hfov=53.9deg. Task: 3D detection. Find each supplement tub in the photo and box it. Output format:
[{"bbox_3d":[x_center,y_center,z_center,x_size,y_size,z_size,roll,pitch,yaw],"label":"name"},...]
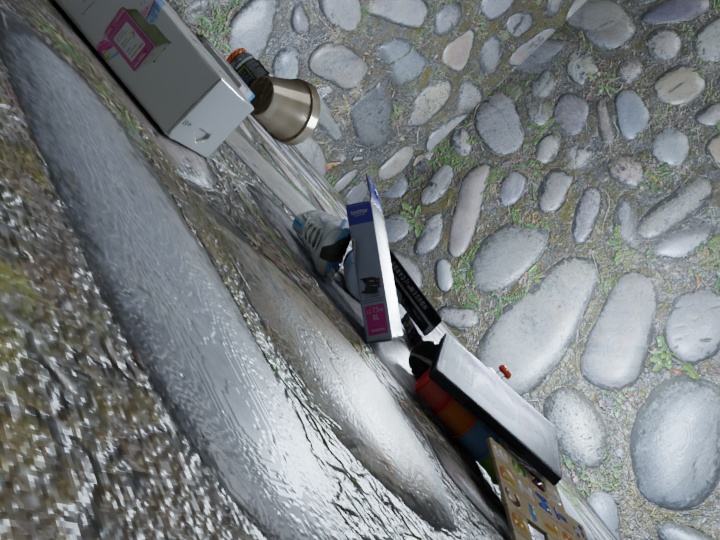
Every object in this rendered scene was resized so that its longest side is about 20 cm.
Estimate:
[{"bbox_3d":[-0.370,-0.654,2.429,0.201,0.122,0.123,50,5,3],"label":"supplement tub"}]

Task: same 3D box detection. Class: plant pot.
[{"bbox_3d":[-0.247,-0.499,2.137,0.172,0.201,0.201,12,33,-52],"label":"plant pot"}]

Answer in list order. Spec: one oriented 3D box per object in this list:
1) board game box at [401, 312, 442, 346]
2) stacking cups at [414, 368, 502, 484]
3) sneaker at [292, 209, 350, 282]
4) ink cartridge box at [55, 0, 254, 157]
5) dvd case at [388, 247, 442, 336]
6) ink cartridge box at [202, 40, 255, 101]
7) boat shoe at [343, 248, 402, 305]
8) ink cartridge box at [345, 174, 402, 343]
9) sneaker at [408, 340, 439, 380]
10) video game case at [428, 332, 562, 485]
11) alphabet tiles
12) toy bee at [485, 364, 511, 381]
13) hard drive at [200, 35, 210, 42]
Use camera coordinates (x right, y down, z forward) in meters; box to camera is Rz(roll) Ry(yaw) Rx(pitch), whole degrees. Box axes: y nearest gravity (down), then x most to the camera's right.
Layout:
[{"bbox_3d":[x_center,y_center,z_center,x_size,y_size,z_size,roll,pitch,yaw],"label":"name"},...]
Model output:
[{"bbox_3d":[0.142,0.153,1.321,0.119,0.033,0.200,33,10,-16],"label":"board game box"},{"bbox_3d":[0.150,0.206,0.904,0.201,0.060,0.061,49,5,-2],"label":"stacking cups"},{"bbox_3d":[-0.057,-0.043,0.970,0.085,0.076,0.200,26,9,-5],"label":"sneaker"},{"bbox_3d":[-0.217,-0.234,0.761,0.201,0.084,0.145,51,4,2],"label":"ink cartridge box"},{"bbox_3d":[0.079,0.040,1.209,0.151,0.025,0.200,53,-5,8],"label":"dvd case"},{"bbox_3d":[-0.287,-0.389,1.438,0.116,0.066,0.200,49,4,-5],"label":"ink cartridge box"},{"bbox_3d":[0.000,0.000,1.110,0.091,0.070,0.201,50,-3,29],"label":"boat shoe"},{"bbox_3d":[0.017,-0.011,0.916,0.119,0.041,0.206,24,59,-80],"label":"ink cartridge box"},{"bbox_3d":[0.150,0.184,1.002,0.201,0.073,0.080,52,4,24],"label":"sneaker"},{"bbox_3d":[0.174,0.171,0.908,0.199,0.019,0.143,40,17,2],"label":"video game case"},{"bbox_3d":[0.211,0.279,0.803,0.166,0.008,0.202,39,22,-21],"label":"alphabet tiles"},{"bbox_3d":[0.190,0.183,1.179,0.131,0.109,0.200,50,4,38],"label":"toy bee"},{"bbox_3d":[-0.517,-0.787,2.684,0.200,0.027,0.133,44,7,-48],"label":"hard drive"}]
